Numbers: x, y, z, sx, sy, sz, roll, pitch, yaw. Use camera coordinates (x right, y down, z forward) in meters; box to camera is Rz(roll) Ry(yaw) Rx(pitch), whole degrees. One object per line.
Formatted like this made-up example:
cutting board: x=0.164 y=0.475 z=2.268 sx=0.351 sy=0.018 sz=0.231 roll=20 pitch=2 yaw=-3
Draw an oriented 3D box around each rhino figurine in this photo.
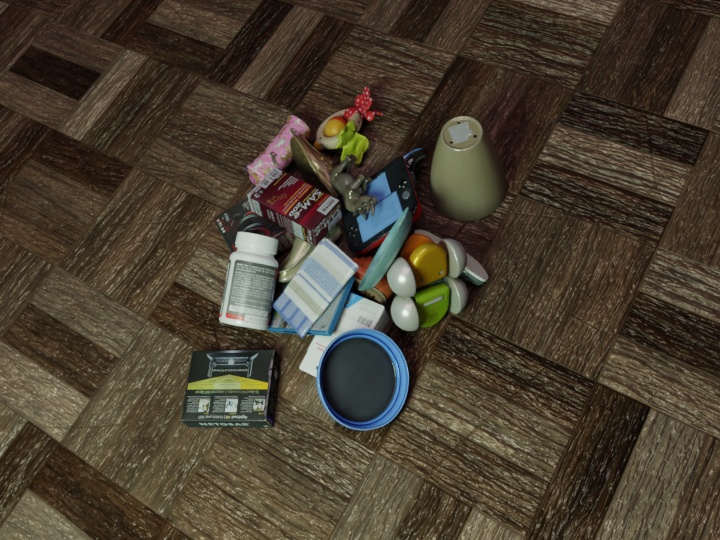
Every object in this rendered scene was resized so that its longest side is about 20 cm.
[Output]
rhino figurine: x=-0.012 y=-0.185 z=1.709 sx=0.088 sy=0.059 sz=0.201 roll=-48 pitch=48 yaw=19

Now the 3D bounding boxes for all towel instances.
towel: x=-0.098 y=0.035 z=1.616 sx=0.201 sy=0.024 sz=0.146 roll=-52 pitch=44 yaw=0

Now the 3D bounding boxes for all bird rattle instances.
bird rattle: x=-0.041 y=-0.370 z=1.869 sx=0.160 sy=0.113 sz=0.204 roll=-6 pitch=56 yaw=29

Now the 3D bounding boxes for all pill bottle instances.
pill bottle: x=-0.244 y=0.023 z=1.652 sx=0.111 sy=0.114 sz=0.205 roll=8 pitch=86 yaw=17

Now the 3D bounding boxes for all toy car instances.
toy car: x=0.128 y=0.017 z=1.567 sx=0.172 sy=0.204 sz=0.150 roll=-20 pitch=33 yaw=-19

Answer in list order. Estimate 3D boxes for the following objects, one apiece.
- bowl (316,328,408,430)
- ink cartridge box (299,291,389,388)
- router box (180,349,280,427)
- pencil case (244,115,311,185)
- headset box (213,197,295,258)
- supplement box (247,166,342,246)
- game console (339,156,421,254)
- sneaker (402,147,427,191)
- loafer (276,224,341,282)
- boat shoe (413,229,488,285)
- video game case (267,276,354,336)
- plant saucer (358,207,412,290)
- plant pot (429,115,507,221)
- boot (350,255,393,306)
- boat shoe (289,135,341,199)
bowl: x=0.003 y=0.221 z=1.508 sx=0.196 sy=0.039 sz=0.206 roll=4 pitch=80 yaw=-19
ink cartridge box: x=-0.034 y=0.156 z=1.592 sx=0.114 sy=0.068 sz=0.202 roll=21 pitch=68 yaw=23
router box: x=-0.279 y=0.256 z=1.605 sx=0.195 sy=0.052 sz=0.160 roll=-2 pitch=62 yaw=12
pencil case: x=-0.206 y=-0.300 z=1.876 sx=0.086 sy=0.083 sz=0.201 roll=35 pitch=74 yaw=11
headset box: x=-0.232 y=-0.107 z=1.779 sx=0.198 sy=0.075 sz=0.150 roll=-31 pitch=59 yaw=-5
supplement box: x=-0.151 y=-0.149 z=1.701 sx=0.198 sy=0.061 sz=0.109 roll=28 pitch=60 yaw=23
game console: x=0.041 y=-0.147 z=1.701 sx=0.198 sy=0.031 sz=0.180 roll=-32 pitch=56 yaw=23
sneaker: x=0.109 y=-0.197 z=1.754 sx=0.082 sy=0.071 sz=0.202 roll=24 pitch=76 yaw=23
loafer: x=-0.131 y=-0.054 z=1.718 sx=0.200 sy=0.069 sz=0.075 roll=-46 pitch=25 yaw=-21
boat shoe: x=0.194 y=-0.017 z=1.650 sx=0.198 sy=0.072 sz=0.063 roll=34 pitch=116 yaw=20
video game case: x=-0.112 y=0.074 z=1.636 sx=0.197 sy=0.018 sz=0.145 roll=-1 pitch=58 yaw=43
plant saucer: x=0.057 y=-0.040 z=1.550 sx=0.027 sy=0.200 sz=0.202 roll=31 pitch=70 yaw=-4
plant pot: x=0.235 y=-0.246 z=1.672 sx=0.183 sy=0.201 sz=0.191 roll=-6 pitch=60 yaw=11
boot: x=0.000 y=0.000 z=1.675 sx=0.198 sy=0.076 sz=0.107 roll=32 pitch=64 yaw=22
boat shoe: x=-0.101 y=-0.252 z=1.819 sx=0.067 sy=0.072 sz=0.201 roll=-31 pitch=78 yaw=-27
